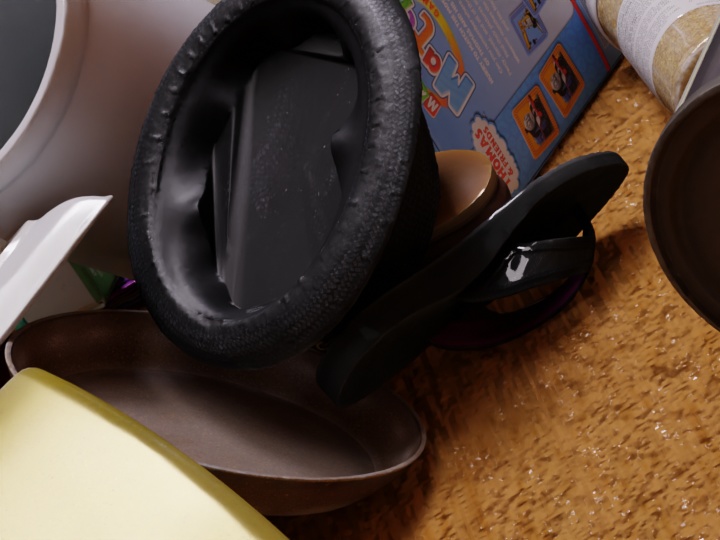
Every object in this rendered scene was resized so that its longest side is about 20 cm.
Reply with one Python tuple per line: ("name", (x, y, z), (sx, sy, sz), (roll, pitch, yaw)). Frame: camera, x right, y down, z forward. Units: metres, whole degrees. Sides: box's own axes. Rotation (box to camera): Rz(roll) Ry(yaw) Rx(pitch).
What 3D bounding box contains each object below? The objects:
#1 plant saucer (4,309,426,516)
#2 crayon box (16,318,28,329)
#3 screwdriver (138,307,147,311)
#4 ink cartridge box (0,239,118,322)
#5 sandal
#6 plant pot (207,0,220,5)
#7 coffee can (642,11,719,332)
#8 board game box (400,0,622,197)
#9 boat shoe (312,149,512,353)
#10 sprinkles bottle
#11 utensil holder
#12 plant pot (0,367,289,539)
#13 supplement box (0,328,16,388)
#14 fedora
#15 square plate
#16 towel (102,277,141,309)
("plant saucer", (-0.069, 0.068, 1.282), (0.199, 0.032, 0.200), (14, 16, -4))
("crayon box", (-0.250, 0.116, 1.513), (0.118, 0.058, 0.200), (-19, 26, 28))
("screwdriver", (-0.059, 0.004, 1.475), (0.199, 0.029, 0.028), (-27, -26, -26))
("ink cartridge box", (-0.195, -0.073, 1.657), (0.084, 0.146, 0.200), (-23, 23, 23))
("sandal", (0.063, 0.012, 1.319), (0.200, 0.048, 0.075), (-36, -20, -28))
("plant pot", (-0.068, -0.191, 1.635), (0.186, 0.201, 0.187), (-10, 7, 1))
("coffee can", (0.215, -0.074, 1.183), (0.146, 0.147, 0.200), (-17, 27, 32))
("board game box", (0.066, -0.132, 1.487), (0.036, 0.152, 0.200), (-12, 29, 41))
("boat shoe", (0.000, 0.000, 1.408), (0.199, 0.070, 0.071), (-20, 34, 33))
("sprinkles bottle", (0.170, -0.122, 1.439), (0.068, 0.068, 0.200), (-31, 23, 4))
("utensil holder", (-0.153, -0.091, 1.463), (0.169, 0.200, 0.171), (-11, 71, 35))
("plant pot", (-0.087, 0.183, 1.014), (0.176, 0.201, 0.200), (10, 46, 43))
("supplement box", (-0.160, 0.122, 1.315), (0.110, 0.086, 0.200), (-50, 21, 6))
("fedora", (-0.022, -0.043, 1.325), (0.200, 0.091, 0.202), (-15, 65, 36))
("square plate", (-0.209, 0.050, 1.358), (0.198, 0.028, 0.200), (-53, 8, -19))
("towel", (-0.159, 0.001, 1.679), (0.199, 0.023, 0.144), (-31, 22, 3))
